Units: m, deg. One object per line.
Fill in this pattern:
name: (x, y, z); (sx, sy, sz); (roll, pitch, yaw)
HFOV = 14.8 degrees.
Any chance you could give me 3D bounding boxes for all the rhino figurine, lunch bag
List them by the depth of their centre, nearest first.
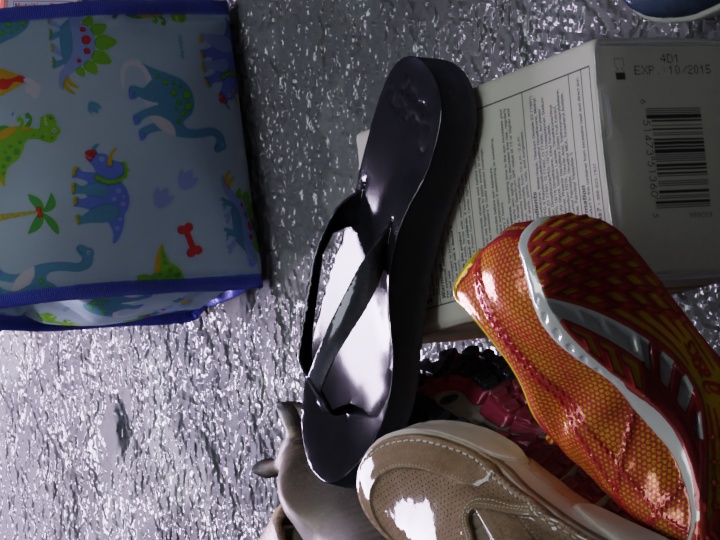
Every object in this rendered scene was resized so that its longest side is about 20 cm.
rhino figurine: (0.007, 0.119, 1.332); (0.200, 0.087, 0.060); (52, 134, 45)
lunch bag: (-0.170, -0.054, 1.515); (0.127, 0.200, 0.170); (-25, 71, 58)

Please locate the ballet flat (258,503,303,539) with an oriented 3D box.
ballet flat: (-0.001, 0.178, 1.376); (0.200, 0.068, 0.067); (46, 124, 47)

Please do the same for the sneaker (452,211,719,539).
sneaker: (0.115, 0.062, 1.105); (0.200, 0.073, 0.077); (56, 149, -6)

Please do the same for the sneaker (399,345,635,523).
sneaker: (0.087, 0.099, 1.217); (0.200, 0.081, 0.075); (34, 150, 55)

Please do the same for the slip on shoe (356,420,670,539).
slip on shoe: (0.056, 0.119, 1.116); (0.200, 0.061, 0.076); (27, 133, 44)

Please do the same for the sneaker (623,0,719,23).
sneaker: (0.139, -0.157, 1.080); (0.200, 0.084, 0.075); (-40, 59, 55)

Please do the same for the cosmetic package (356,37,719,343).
cosmetic package: (0.080, -0.031, 1.206); (0.200, 0.071, 0.105); (-15, 79, 60)

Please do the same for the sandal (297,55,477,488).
sandal: (0.000, -0.001, 1.225); (0.076, 0.043, 0.200); (40, 122, 55)

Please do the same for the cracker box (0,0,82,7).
cracker box: (-0.230, -0.083, 1.761); (0.134, 0.058, 0.200); (15, 105, 59)
